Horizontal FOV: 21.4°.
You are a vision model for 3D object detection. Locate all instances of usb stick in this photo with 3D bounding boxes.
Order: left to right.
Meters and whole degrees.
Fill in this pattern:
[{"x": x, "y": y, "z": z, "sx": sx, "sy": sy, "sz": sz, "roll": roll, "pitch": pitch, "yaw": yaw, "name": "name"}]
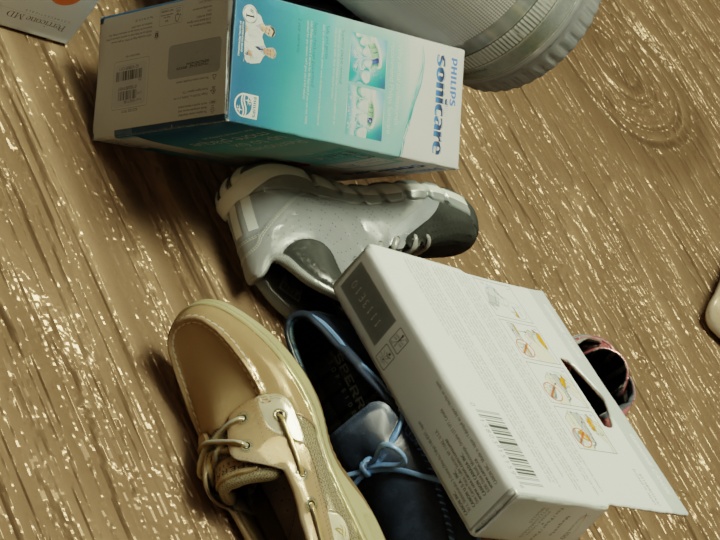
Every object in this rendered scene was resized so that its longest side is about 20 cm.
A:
[{"x": -0.026, "y": -0.182, "z": 1.386, "sx": 0.055, "sy": 0.033, "sz": 0.200, "roll": 16, "pitch": 10, "yaw": 1, "name": "usb stick"}]

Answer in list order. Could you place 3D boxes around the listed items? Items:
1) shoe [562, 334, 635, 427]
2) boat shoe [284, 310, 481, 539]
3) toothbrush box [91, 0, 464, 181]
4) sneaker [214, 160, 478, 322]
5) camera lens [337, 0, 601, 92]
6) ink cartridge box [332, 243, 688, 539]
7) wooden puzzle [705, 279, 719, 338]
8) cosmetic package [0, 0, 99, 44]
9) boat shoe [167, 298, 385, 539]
[{"x": 0.157, "y": 0.081, "z": 1.317, "sx": 0.072, "sy": 0.091, "sz": 0.200, "roll": 46, "pitch": 34, "yaw": 2, "name": "shoe"}, {"x": -0.001, "y": 0.108, "z": 1.140, "sx": 0.069, "sy": 0.084, "sz": 0.200, "roll": 32, "pitch": 17, "yaw": -51, "name": "boat shoe"}, {"x": -0.051, "y": -0.114, "z": 1.238, "sx": 0.199, "sy": 0.146, "sz": 0.086, "roll": 7, "pitch": 83, "yaw": -43, "name": "toothbrush box"}, {"x": 0.000, "y": 0.000, "z": 1.265, "sx": 0.199, "sy": 0.075, "sz": 0.116, "roll": 6, "pitch": 54, "yaw": -30, "name": "sneaker"}, {"x": 0.053, "y": -0.229, "z": 1.283, "sx": 0.200, "sy": 0.160, "sz": 0.161, "roll": 33, "pitch": 33, "yaw": -43, "name": "camera lens"}, {"x": 0.091, "y": 0.080, "z": 1.172, "sx": 0.173, "sy": 0.044, "sz": 0.201, "roll": 15, "pitch": 35, "yaw": -46, "name": "ink cartridge box"}, {"x": 0.381, "y": 0.052, "z": 1.644, "sx": 0.185, "sy": 0.037, "sz": 0.200, "roll": 43, "pitch": 38, "yaw": -3, "name": "wooden puzzle"}, {"x": -0.232, "y": -0.230, "z": 1.178, "sx": 0.199, "sy": 0.151, "sz": 0.052, "roll": 13, "pitch": 46, "yaw": -38, "name": "cosmetic package"}, {"x": -0.056, "y": 0.105, "z": 1.082, "sx": 0.064, "sy": 0.071, "sz": 0.201, "roll": -15, "pitch": 67, "yaw": -53, "name": "boat shoe"}]
